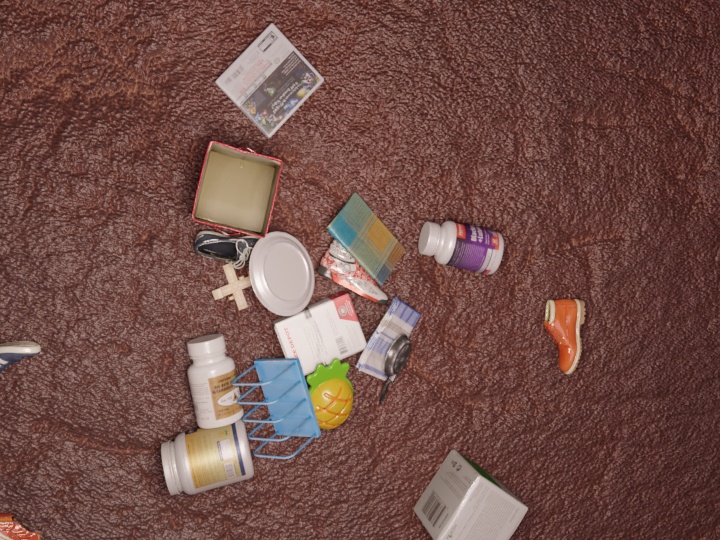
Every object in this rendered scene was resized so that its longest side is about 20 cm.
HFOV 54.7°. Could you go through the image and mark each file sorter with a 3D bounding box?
[{"bbox_3d":[-0.204,0.327,1.646,0.122,0.137,0.203,-33,112,-52],"label":"file sorter"}]

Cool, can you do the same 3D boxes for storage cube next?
[{"bbox_3d":[-0.286,-0.181,1.599,0.168,0.180,0.204,13,92,-13],"label":"storage cube"}]

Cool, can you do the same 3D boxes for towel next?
[{"bbox_3d":[0.016,-0.077,1.719,0.200,0.022,0.147,48,51,-13],"label":"towel"},{"bbox_3d":[0.074,0.176,1.743,0.147,0.024,0.202,34,84,-53],"label":"towel"}]

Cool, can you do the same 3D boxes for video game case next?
[{"bbox_3d":[-0.217,-0.454,1.673,0.182,0.023,0.200,44,84,-12],"label":"video game case"}]

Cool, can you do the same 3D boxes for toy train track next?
[{"bbox_3d":[-0.265,0.025,1.694,0.197,0.033,0.116,-22,99,-11],"label":"toy train track"}]

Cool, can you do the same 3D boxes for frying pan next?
[{"bbox_3d":[0.079,0.251,1.751,0.031,0.115,0.193,23,87,26],"label":"frying pan"}]

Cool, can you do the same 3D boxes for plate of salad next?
[{"bbox_3d":[-0.190,0.009,1.660,0.198,0.048,0.204,15,69,-43],"label":"plate of salad"}]

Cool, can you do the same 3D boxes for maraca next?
[{"bbox_3d":[-0.078,0.304,1.705,0.135,0.107,0.203,-17,124,-27],"label":"maraca"}]

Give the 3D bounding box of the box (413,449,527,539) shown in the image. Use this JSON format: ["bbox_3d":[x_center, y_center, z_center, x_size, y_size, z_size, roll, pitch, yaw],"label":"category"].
[{"bbox_3d":[0.276,0.608,1.773,0.170,0.199,0.201,36,86,-13],"label":"box"}]

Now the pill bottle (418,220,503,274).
[{"bbox_3d":[0.251,-0.063,1.760,0.197,0.111,0.113,12,92,-13],"label":"pill bottle"}]

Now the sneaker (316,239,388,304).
[{"bbox_3d":[0.000,0.000,1.733,0.199,0.067,0.109,27,91,-10],"label":"sneaker"}]

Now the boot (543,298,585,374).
[{"bbox_3d":[0.536,0.175,1.867,0.105,0.075,0.204,6,85,-10],"label":"boot"}]

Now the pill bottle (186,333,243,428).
[{"bbox_3d":[-0.349,0.260,1.652,0.112,0.114,0.204,-11,97,-11],"label":"pill bottle"}]

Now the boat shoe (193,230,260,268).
[{"bbox_3d":[-0.295,-0.048,1.653,0.197,0.062,0.076,13,117,-17],"label":"boat shoe"}]

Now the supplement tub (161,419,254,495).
[{"bbox_3d":[-0.360,0.443,1.648,0.197,0.144,0.147,-12,97,-11],"label":"supplement tub"}]

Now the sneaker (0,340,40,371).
[{"bbox_3d":[-0.818,0.212,1.569,0.196,0.075,0.086,-7,94,-2],"label":"sneaker"}]

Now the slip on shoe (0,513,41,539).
[{"bbox_3d":[-0.828,0.587,1.604,0.198,0.074,0.062,34,52,-7],"label":"slip on shoe"}]

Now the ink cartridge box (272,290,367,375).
[{"bbox_3d":[-0.102,0.156,1.714,0.197,0.083,0.149,-22,98,-10],"label":"ink cartridge box"}]
